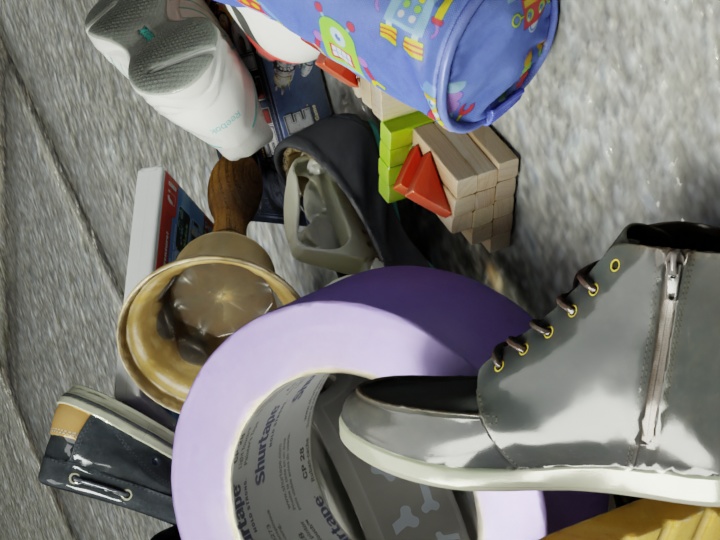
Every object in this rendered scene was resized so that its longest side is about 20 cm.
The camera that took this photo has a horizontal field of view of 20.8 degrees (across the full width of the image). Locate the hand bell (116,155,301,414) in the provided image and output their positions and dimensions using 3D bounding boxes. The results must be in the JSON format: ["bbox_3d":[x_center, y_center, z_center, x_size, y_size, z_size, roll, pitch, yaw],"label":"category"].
[{"bbox_3d":[-0.072,-0.017,1.100,0.200,0.104,0.104,-87,-6,-57],"label":"hand bell"}]

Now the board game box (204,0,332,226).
[{"bbox_3d":[-0.066,-0.128,1.188,0.135,0.035,0.200,7,114,68],"label":"board game box"}]

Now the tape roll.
[{"bbox_3d":[0.014,0.103,0.953,0.200,0.085,0.200,7,106,26],"label":"tape roll"}]

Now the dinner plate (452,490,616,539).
[{"bbox_3d":[0.077,0.109,1.040,0.200,0.024,0.200,-126,27,-43],"label":"dinner plate"}]

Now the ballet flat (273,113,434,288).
[{"bbox_3d":[0.000,0.000,1.041,0.073,0.073,0.200,102,152,-54],"label":"ballet flat"}]

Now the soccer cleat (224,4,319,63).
[{"bbox_3d":[-0.082,-0.194,1.058,0.200,0.069,0.085,46,158,-6],"label":"soccer cleat"}]

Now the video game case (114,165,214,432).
[{"bbox_3d":[-0.088,0.047,1.159,0.200,0.017,0.143,52,-144,-57],"label":"video game case"}]

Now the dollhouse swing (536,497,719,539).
[{"bbox_3d":[0.099,0.219,0.825,0.182,0.200,0.176,64,153,21],"label":"dollhouse swing"}]

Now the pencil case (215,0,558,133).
[{"bbox_3d":[-0.002,-0.129,0.893,0.200,0.078,0.087,32,150,37],"label":"pencil case"}]

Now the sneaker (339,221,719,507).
[{"bbox_3d":[0.081,0.032,0.809,0.200,0.075,0.106,1,104,26],"label":"sneaker"}]

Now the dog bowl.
[{"bbox_3d":[0.012,0.146,1.148,0.200,0.059,0.200,160,90,-79],"label":"dog bowl"}]

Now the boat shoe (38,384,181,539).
[{"bbox_3d":[-0.086,0.135,1.066,0.200,0.062,0.075,32,164,-16],"label":"boat shoe"}]

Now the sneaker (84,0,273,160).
[{"bbox_3d":[-0.107,-0.122,1.150,0.080,0.070,0.200,51,-175,-34],"label":"sneaker"}]

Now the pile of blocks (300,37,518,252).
[{"bbox_3d":[0.009,-0.094,0.984,0.200,0.062,0.082,65,159,19],"label":"pile of blocks"}]
